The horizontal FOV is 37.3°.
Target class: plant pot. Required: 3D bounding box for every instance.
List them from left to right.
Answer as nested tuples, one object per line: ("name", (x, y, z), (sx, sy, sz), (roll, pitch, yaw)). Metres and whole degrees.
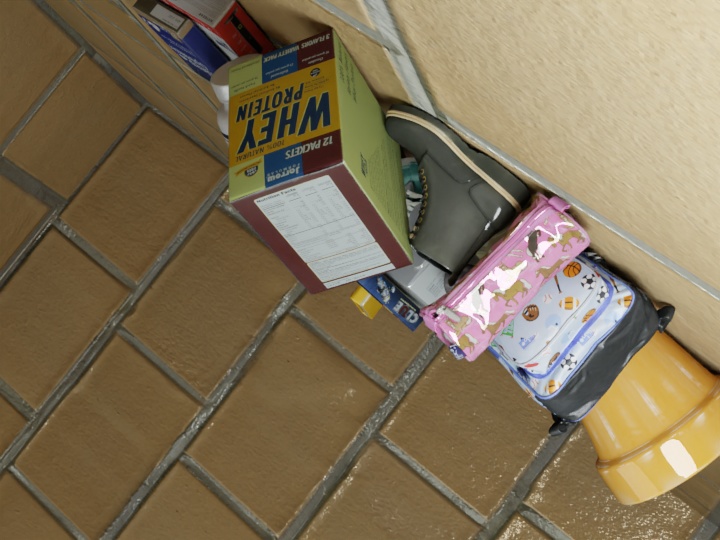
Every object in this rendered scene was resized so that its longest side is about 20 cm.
("plant pot", (0.349, 0.157, 1.331), (0.184, 0.200, 0.200), (53, 177, 5))

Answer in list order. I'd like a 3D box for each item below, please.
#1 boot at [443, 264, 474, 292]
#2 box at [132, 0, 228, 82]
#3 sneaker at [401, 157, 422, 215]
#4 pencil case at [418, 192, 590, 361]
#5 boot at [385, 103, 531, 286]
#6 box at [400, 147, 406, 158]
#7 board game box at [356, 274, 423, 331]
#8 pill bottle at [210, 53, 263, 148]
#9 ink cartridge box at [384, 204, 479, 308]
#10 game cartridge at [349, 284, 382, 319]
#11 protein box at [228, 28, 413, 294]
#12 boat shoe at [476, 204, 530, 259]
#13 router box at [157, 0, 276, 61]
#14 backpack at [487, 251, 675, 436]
("boot", (0.235, 0.049, 1.483), (0.199, 0.069, 0.188), (14, 159, 27))
("box", (-0.231, -0.311, 1.541), (0.121, 0.032, 0.200), (35, 176, 38))
("sneaker", (0.045, -0.090, 1.415), (0.071, 0.080, 0.200), (10, 161, -35))
("pencil case", (0.157, 0.006, 1.157), (0.083, 0.200, 0.087), (45, -175, -4))
("boot", (0.074, -0.090, 1.217), (0.200, 0.138, 0.077), (38, 177, 28))
("box", (-0.017, -0.188, 1.431), (0.100, 0.075, 0.200), (37, 178, 22))
("board game box", (0.000, 0.000, 1.568), (0.200, 0.035, 0.135), (42, 180, -38))
("pill bottle", (-0.129, -0.188, 1.457), (0.111, 0.111, 0.200), (33, 152, 51))
("ink cartridge box", (0.133, -0.004, 1.634), (0.200, 0.145, 0.145), (41, 177, -38))
("game cartridge", (0.059, -0.015, 1.776), (0.032, 0.200, 0.176), (35, 175, 10))
("protein box", (-0.045, -0.118, 1.210), (0.200, 0.134, 0.199), (52, -154, -50))
("boat shoe", (0.167, -0.055, 1.288), (0.065, 0.072, 0.200), (51, 171, -2))
("router box", (-0.205, -0.344, 1.510), (0.200, 0.049, 0.179), (36, 175, 35))
("backpack", (0.224, 0.055, 1.247), (0.154, 0.200, 0.191), (43, -179, -35))
